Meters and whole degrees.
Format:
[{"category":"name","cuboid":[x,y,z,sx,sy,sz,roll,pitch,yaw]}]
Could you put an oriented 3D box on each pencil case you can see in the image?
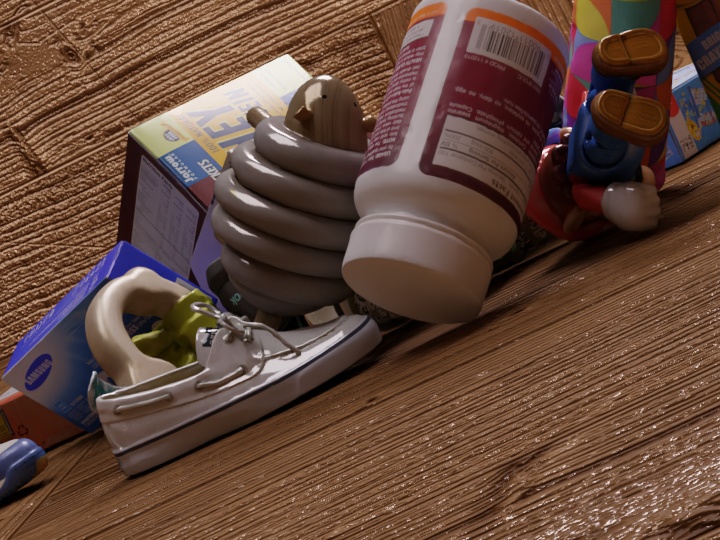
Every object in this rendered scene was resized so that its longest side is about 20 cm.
[{"category":"pencil case","cuboid":[0.187,-0.148,1.631,0.088,0.201,0.089,-1,31,1]}]

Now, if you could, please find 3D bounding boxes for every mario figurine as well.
[{"category":"mario figurine","cuboid":[0.180,-0.083,1.527,0.124,0.106,0.200,-48,-10,-22]}]

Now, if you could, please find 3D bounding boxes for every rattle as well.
[{"category":"rattle","cuboid":[-0.178,0.099,1.685,0.143,0.130,0.200,-35,26,29]}]

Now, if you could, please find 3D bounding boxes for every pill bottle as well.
[{"category":"pill bottle","cuboid":[0.062,-0.074,1.488,0.114,0.114,0.201,-18,48,58]}]

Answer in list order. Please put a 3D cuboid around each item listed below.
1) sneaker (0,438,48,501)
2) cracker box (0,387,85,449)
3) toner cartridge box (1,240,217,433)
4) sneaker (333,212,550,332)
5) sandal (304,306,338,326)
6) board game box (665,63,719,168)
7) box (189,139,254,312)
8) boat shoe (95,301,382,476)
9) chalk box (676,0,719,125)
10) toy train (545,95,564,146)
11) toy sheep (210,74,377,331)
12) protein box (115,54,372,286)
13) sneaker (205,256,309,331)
[{"category":"sneaker","cuboid":[-0.334,0.156,1.768,0.200,0.088,0.075,-21,5,34]},{"category":"cracker box","cuboid":[-0.258,0.109,2.044,0.134,0.058,0.200,-25,4,8]},{"category":"toner cartridge box","cuboid":[-0.209,0.058,1.841,0.200,0.095,0.043,-40,22,46]},{"category":"sneaker","cuboid":[0.078,-0.013,1.599,0.200,0.077,0.089,-34,16,-10]},{"category":"sandal","cuboid":[0.006,0.001,1.785,0.077,0.070,0.212,11,44,7]},{"category":"board game box","cuboid":[0.238,-0.120,1.912,0.200,0.056,0.196,-21,7,45]},{"category":"box","cuboid":[-0.077,-0.036,1.816,0.082,0.069,0.200,-21,-19,-25]},{"category":"boat shoe","cuboid":[-0.089,0.059,1.519,0.201,0.086,0.075,-26,5,9]},{"category":"chalk box","cuboid":[0.305,-0.209,1.646,0.125,0.201,0.124,-23,5,33]},{"category":"toy train","cuboid":[0.078,-0.064,1.712,0.200,0.087,0.114,-32,-25,-19]},{"category":"toy sheep","cuboid":[-0.043,-0.039,1.561,0.137,0.201,0.138,12,16,-3]},{"category":"protein box","cuboid":[-0.115,-0.063,2.152,0.198,0.135,0.200,-29,-30,-32]},{"category":"sneaker","cuboid":[-0.068,0.037,1.788,0.075,0.079,0.200,-33,-17,8]}]
